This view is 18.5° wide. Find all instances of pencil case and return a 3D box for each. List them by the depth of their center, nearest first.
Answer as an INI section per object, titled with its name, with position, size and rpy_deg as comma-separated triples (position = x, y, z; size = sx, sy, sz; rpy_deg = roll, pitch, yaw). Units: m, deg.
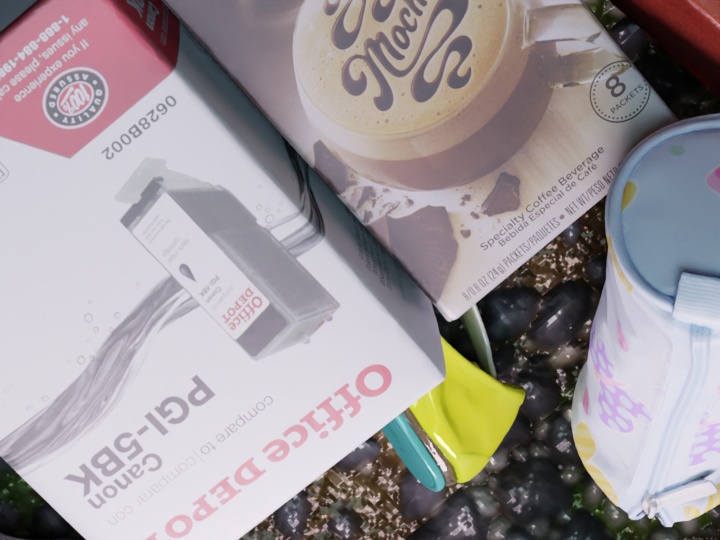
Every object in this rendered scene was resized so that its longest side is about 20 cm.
[pencil case]
position = 0.124, 0.023, 0.828
size = 0.083, 0.200, 0.091
rpy_deg = 26, 66, 14

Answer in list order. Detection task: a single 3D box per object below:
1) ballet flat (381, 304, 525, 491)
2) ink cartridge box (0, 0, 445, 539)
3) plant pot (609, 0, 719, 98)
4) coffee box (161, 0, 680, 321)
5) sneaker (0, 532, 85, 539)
[ballet flat]
position = 0.000, 0.000, 0.889
size = 0.067, 0.067, 0.200
rpy_deg = -41, 111, -9
[ink cartridge box]
position = -0.085, -0.002, 0.792
size = 0.147, 0.083, 0.200
rpy_deg = -38, 112, 10
[plant pot]
position = 0.181, -0.134, 0.774
size = 0.200, 0.176, 0.200
rpy_deg = 38, 106, -14
[coffee box]
position = 0.007, -0.096, 0.785
size = 0.113, 0.080, 0.200
rpy_deg = -40, 114, 8
[sneaker]
position = -0.143, 0.151, 0.929
size = 0.199, 0.077, 0.076
rpy_deg = 20, 108, -11
